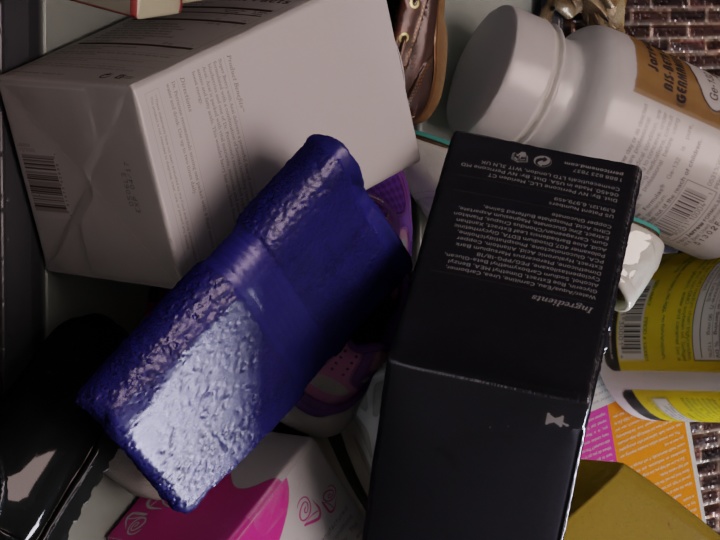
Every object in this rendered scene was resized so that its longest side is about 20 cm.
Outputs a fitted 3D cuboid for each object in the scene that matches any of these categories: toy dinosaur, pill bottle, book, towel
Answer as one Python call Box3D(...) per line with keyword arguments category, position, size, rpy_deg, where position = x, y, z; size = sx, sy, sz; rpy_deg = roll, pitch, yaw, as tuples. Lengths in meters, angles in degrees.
Box3D(category="toy dinosaur", position=(0.157, -0.187, 1.924), size=(0.101, 0.058, 0.201), rpy_deg=(-52, 137, -47))
Box3D(category="pill bottle", position=(0.260, 0.043, 1.883), size=(0.114, 0.200, 0.115), rpy_deg=(1, 89, -42))
Box3D(category="pill bottle", position=(0.162, -0.093, 1.849), size=(0.199, 0.114, 0.115), rpy_deg=(22, 77, -20))
Box3D(category="book", position=(0.168, 0.121, 1.959), size=(0.133, 0.048, 0.201), rpy_deg=(-19, 105, -42))
Box3D(category="towel", position=(-0.064, 0.027, 1.568), size=(0.200, 0.049, 0.148), rpy_deg=(-48, 149, -11))

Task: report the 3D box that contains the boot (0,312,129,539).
Box3D(category="boot", position=(-0.217, 0.088, 1.544), size=(0.162, 0.073, 0.199), rpy_deg=(34, 74, -42))

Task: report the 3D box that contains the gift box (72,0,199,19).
Box3D(category="gift box", position=(-0.127, -0.249, 1.529), size=(0.186, 0.184, 0.201), rpy_deg=(-17, 111, -45))

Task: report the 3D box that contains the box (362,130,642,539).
Box3D(category="box", position=(0.079, 0.062, 1.649), size=(0.200, 0.117, 0.197), rpy_deg=(-73, 173, -46))

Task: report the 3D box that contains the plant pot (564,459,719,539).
Box3D(category="plant pot", position=(0.139, 0.228, 1.825), size=(0.200, 0.200, 0.177), rpy_deg=(-40, 103, -19))

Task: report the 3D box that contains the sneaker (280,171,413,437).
Box3D(category="sneaker", position=(0.000, 0.000, 1.709), size=(0.080, 0.089, 0.201), rpy_deg=(25, 51, -13))

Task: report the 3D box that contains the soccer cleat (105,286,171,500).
Box3D(category="soccer cleat", position=(-0.093, 0.044, 1.678), size=(0.200, 0.070, 0.086), rpy_deg=(-55, 144, -24))

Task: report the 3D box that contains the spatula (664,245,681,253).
Box3D(category="spatula", position=(0.164, -0.039, 1.953), size=(0.200, 0.021, 0.057), rpy_deg=(24, 91, -47))

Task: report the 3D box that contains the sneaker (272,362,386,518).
Box3D(category="sneaker", position=(0.009, 0.115, 1.773), size=(0.115, 0.075, 0.201), rpy_deg=(-43, 120, -32))

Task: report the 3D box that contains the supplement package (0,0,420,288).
Box3D(category="supplement package", position=(-0.082, -0.085, 1.628), size=(0.200, 0.119, 0.122), rpy_deg=(-29, 114, -40))

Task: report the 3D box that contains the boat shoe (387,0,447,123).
Box3D(category="boat shoe", position=(0.017, -0.185, 1.755), size=(0.070, 0.070, 0.201), rpy_deg=(-8, 99, -49))

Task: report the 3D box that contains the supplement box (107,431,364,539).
Box3D(category="supplement box", position=(-0.044, 0.197, 1.708), size=(0.101, 0.103, 0.200), rpy_deg=(-50, 127, -29))

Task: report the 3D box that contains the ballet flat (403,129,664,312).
Box3D(category="ballet flat", position=(0.097, -0.027, 1.807), size=(0.199, 0.069, 0.070), rpy_deg=(21, 77, -14))
